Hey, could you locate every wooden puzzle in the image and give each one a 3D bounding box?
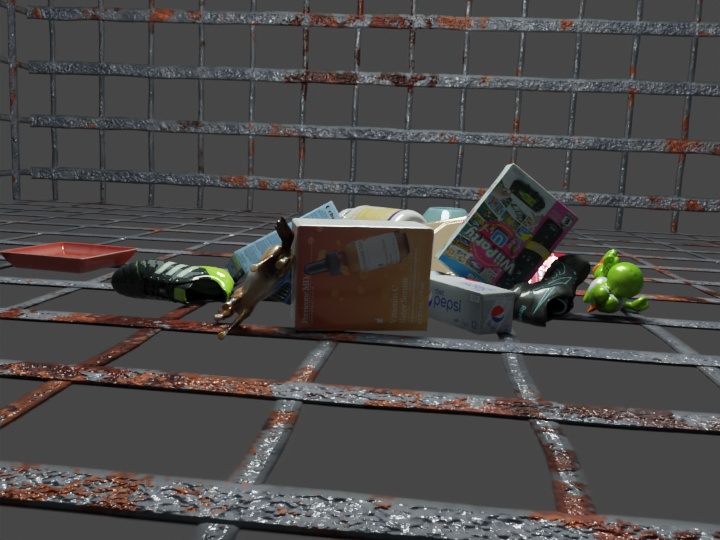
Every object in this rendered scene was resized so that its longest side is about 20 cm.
[{"bbox_3d":[0.166,-0.035,1.312,0.197,0.038,0.186,-5,38,7],"label":"wooden puzzle"}]

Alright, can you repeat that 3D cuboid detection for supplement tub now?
[{"bbox_3d":[0.041,-0.068,1.569,0.144,0.147,0.199,-6,12,-44],"label":"supplement tub"}]

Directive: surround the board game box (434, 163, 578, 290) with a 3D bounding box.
[{"bbox_3d":[0.243,-0.053,1.181,0.147,0.201,0.064,38,4,-3],"label":"board game box"}]

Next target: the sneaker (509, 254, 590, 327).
[{"bbox_3d":[0.321,0.039,1.149,0.199,0.076,0.079,-29,37,-30],"label":"sneaker"}]

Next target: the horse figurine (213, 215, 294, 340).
[{"bbox_3d":[-0.142,0.014,0.975,0.050,0.201,0.133,38,12,-2],"label":"horse figurine"}]

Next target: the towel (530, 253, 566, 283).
[{"bbox_3d":[0.275,0.013,1.271,0.197,0.023,0.145,4,43,11],"label":"towel"}]

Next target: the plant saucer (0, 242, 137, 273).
[{"bbox_3d":[-0.603,-0.027,1.472,0.197,0.037,0.200,5,8,14],"label":"plant saucer"}]

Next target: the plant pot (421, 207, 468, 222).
[{"bbox_3d":[0.219,-0.093,1.821,0.197,0.137,0.200,2,8,0],"label":"plant pot"}]

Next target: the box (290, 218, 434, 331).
[{"bbox_3d":[-0.002,0.005,1.045,0.197,0.154,0.106,0,9,-10],"label":"box"}]

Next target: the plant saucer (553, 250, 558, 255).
[{"bbox_3d":[0.333,-0.028,1.465,0.199,0.032,0.200,33,-13,8],"label":"plant saucer"}]

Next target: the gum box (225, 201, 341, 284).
[{"bbox_3d":[-0.145,-0.049,1.298,0.199,0.045,0.170,-29,1,-17],"label":"gum box"}]

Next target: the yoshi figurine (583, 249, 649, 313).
[{"bbox_3d":[0.458,0.021,1.245,0.111,0.113,0.200,12,14,19],"label":"yoshi figurine"}]

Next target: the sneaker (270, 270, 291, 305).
[{"bbox_3d":[-0.075,0.028,1.194,0.198,0.077,0.077,6,-6,-16],"label":"sneaker"}]

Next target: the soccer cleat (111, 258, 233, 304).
[{"bbox_3d":[-0.308,0.023,1.152,0.197,0.068,0.081,2,21,-9],"label":"soccer cleat"}]

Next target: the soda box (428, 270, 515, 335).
[{"bbox_3d":[0.151,0.047,1.110,0.068,0.064,0.199,-2,10,-29],"label":"soda box"}]
